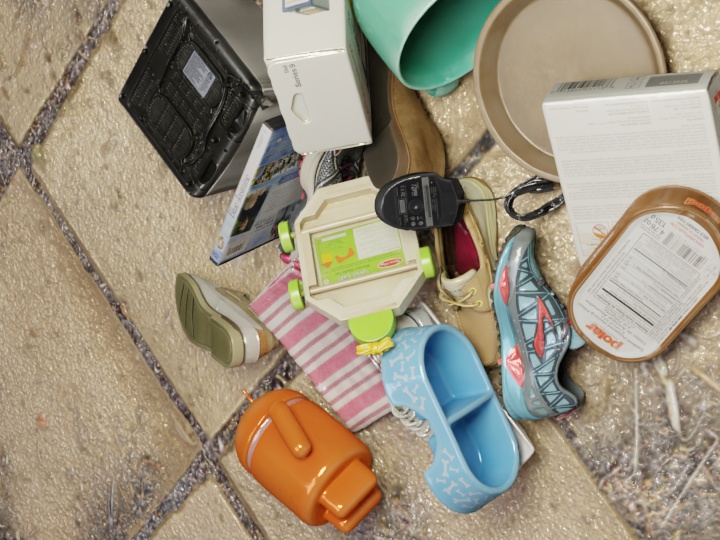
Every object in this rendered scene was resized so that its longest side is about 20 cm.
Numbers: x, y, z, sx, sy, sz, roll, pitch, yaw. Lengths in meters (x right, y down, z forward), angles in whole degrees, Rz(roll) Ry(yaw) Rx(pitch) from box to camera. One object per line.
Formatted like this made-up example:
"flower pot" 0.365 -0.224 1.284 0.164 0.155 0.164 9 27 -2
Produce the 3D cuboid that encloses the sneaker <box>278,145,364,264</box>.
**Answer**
"sneaker" -0.025 -0.079 1.555 0.074 0.080 0.202 35 125 29

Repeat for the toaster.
"toaster" -0.161 -0.199 1.615 0.201 0.118 0.181 51 128 20

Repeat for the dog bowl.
"dog bowl" 0.096 0.146 1.433 0.049 0.111 0.202 -26 89 43

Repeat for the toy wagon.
"toy wagon" 0.000 0.000 1.461 0.153 0.040 0.202 -14 65 7

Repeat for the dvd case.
"dvd case" -0.085 -0.101 1.544 0.018 0.142 0.201 41 131 19

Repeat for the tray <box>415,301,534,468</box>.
"tray" 0.111 0.134 1.515 0.201 0.022 0.108 53 143 18

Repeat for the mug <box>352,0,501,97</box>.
"mug" 0.060 -0.261 1.387 0.115 0.151 0.186 54 130 24

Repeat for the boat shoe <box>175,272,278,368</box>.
"boat shoe" -0.166 0.059 1.717 0.200 0.068 0.076 42 132 50

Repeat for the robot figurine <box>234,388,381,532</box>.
"robot figurine" -0.066 0.214 1.637 0.199 0.143 0.118 35 105 29

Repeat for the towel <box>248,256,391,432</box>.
"towel" -0.037 0.088 1.591 0.201 0.030 0.146 51 145 1

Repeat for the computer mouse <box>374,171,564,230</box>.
"computer mouse" 0.112 -0.074 1.411 0.197 0.034 0.059 -3 106 3

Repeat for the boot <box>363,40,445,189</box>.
"boot" 0.038 -0.168 1.486 0.074 0.075 0.202 -39 53 45

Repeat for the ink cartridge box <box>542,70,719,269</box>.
"ink cartridge box" 0.268 -0.082 1.311 0.160 0.050 0.202 0 124 31

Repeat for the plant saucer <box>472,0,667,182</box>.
"plant saucer" 0.201 -0.183 1.346 0.198 0.029 0.203 12 114 27

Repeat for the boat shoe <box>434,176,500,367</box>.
"boat shoe" 0.110 0.007 1.467 0.073 0.066 0.203 -8 96 41

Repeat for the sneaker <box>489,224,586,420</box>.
"sneaker" 0.188 0.051 1.420 0.094 0.079 0.203 -1 105 23

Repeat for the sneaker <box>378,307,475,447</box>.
"sneaker" 0.065 0.143 1.499 0.073 0.070 0.202 -23 91 56

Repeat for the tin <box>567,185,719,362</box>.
"tin" 0.269 0.007 1.316 0.112 0.042 0.201 38 133 7

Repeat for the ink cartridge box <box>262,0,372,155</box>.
"ink cartridge box" -0.043 -0.241 1.424 0.086 0.146 0.202 -7 54 9
